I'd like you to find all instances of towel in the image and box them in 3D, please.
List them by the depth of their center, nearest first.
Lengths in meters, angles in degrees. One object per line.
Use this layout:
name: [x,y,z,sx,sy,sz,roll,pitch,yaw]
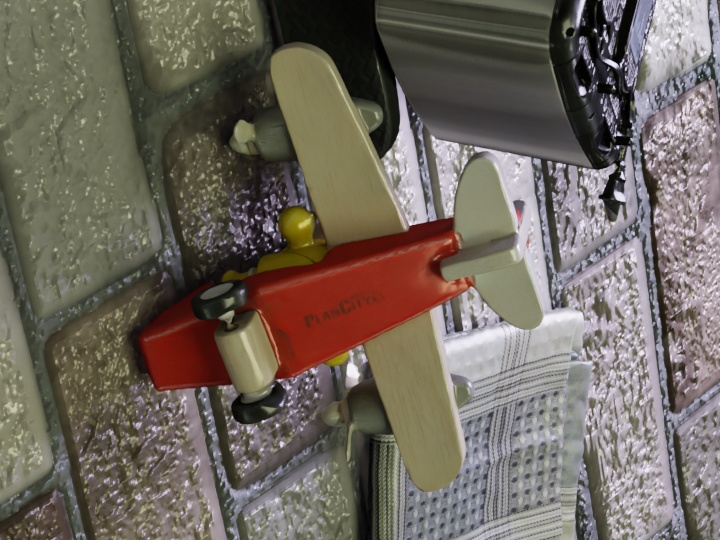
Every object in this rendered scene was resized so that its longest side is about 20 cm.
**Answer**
towel: [0.078,0.125,1.404,0.199,0.034,0.194,-12,108,-46]

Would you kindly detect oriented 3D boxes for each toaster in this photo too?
toaster: [0.098,-0.159,1.236,0.181,0.118,0.201,53,50,-64]

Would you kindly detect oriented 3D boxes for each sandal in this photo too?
sandal: [-0.012,-0.155,1.218,0.048,0.075,0.202,-54,147,-58]

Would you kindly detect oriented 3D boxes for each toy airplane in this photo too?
toy airplane: [0.000,0.000,1.209,0.198,0.141,0.201,23,98,-16]
